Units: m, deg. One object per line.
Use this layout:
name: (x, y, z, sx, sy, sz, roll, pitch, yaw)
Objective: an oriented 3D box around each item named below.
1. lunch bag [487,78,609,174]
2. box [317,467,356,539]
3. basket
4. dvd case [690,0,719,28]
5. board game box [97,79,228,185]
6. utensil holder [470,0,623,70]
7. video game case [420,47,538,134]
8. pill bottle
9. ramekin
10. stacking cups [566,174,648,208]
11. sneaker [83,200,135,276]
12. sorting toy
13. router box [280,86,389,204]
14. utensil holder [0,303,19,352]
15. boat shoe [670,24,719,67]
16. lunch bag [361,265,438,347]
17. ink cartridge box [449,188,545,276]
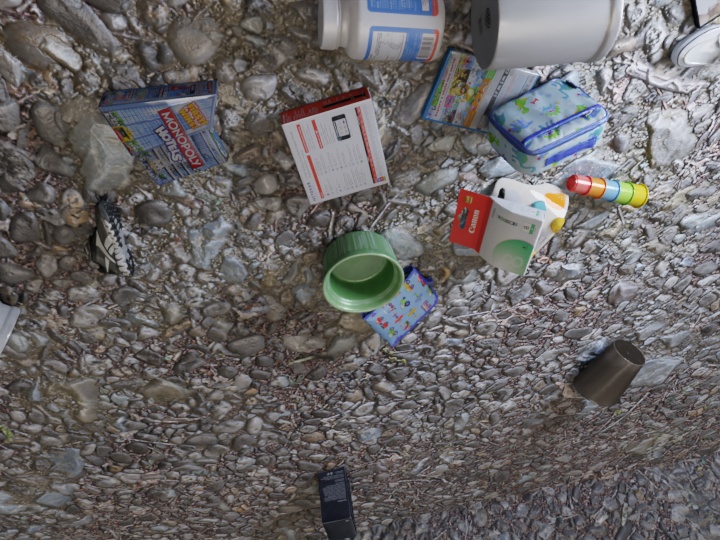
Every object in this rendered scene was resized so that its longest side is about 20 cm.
lunch bag: (0.363, -0.279, 1.040, 0.198, 0.162, 0.083, -24, 145, -8)
box: (-0.092, 0.922, 2.112, 0.116, 0.201, 0.198, -10, 135, -2)
basket: (0.851, 0.342, 1.808, 0.178, 0.137, 0.201, 12, 127, -16)
dvd case: (0.695, -0.557, 0.965, 0.199, 0.018, 0.143, -32, 132, 17)
board game box: (-0.333, -0.261, 0.991, 0.198, 0.062, 0.201, -17, 135, 6)
utensil holder: (0.302, -0.429, 0.896, 0.197, 0.171, 0.171, -7, 135, -4)
video game case: (0.236, -0.349, 1.066, 0.198, 0.018, 0.144, 7, 133, -19)
pill bottle: (0.031, -0.410, 0.892, 0.197, 0.113, 0.113, -1, 135, -11)
ramekin: (0.000, 0.000, 1.298, 0.197, 0.098, 0.201, -6, 135, -6)
stacking cups: (0.585, -0.192, 1.269, 0.198, 0.061, 0.061, 8, 132, -19)
sneaker: (-0.546, -0.060, 1.137, 0.089, 0.067, 0.201, -6, 137, -11)
sorting toy: (0.365, -0.129, 1.274, 0.179, 0.107, 0.201, 28, 125, -11)
router box: (-0.046, -0.245, 1.080, 0.177, 0.049, 0.201, -15, 135, 2)
utensil holder: (-0.883, 0.124, 1.162, 0.199, 0.171, 0.170, 30, 122, -31)
boat shoe: (0.721, -0.443, 1.048, 0.198, 0.067, 0.074, -18, 135, 5)
lunch bag: (0.112, 0.084, 1.424, 0.199, 0.094, 0.151, -36, 129, 9)
ink cartridge box: (0.308, -0.089, 1.243, 0.198, 0.050, 0.162, 17, 133, 13)
